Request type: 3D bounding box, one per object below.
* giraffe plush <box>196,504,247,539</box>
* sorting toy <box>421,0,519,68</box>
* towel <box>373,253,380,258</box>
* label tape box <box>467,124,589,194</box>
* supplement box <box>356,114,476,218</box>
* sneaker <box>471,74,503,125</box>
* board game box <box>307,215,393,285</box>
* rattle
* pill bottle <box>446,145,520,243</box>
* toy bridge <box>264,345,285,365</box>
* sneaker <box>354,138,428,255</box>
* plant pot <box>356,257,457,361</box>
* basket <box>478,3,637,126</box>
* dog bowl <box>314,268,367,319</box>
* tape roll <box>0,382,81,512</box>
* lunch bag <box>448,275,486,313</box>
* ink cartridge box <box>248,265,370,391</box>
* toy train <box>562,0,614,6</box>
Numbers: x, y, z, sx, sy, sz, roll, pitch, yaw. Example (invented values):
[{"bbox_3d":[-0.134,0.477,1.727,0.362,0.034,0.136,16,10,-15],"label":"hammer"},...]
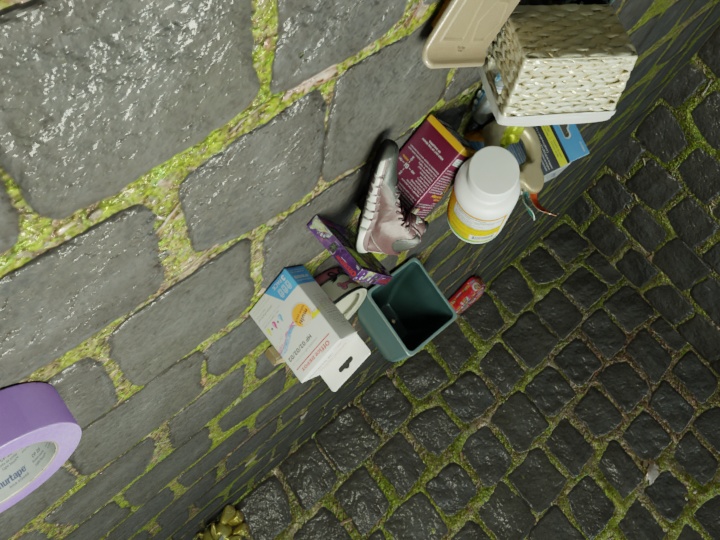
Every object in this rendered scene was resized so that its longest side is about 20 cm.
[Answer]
[{"bbox_3d":[-0.594,1.111,2.724,0.161,0.176,0.199,-31,178,34],"label":"giraffe plush"},{"bbox_3d":[0.166,-0.362,0.836,0.184,0.036,0.202,-25,152,-51],"label":"sorting toy"},{"bbox_3d":[0.000,0.000,1.430,0.201,0.018,0.085,-52,164,30],"label":"towel"},{"bbox_3d":[0.331,-0.241,1.284,0.196,0.147,0.066,-26,168,9],"label":"label tape box"},{"bbox_3d":[0.099,-0.157,1.115,0.201,0.086,0.110,-48,165,19],"label":"supplement box"},{"bbox_3d":[0.275,-0.324,1.123,0.201,0.087,0.074,-50,165,31],"label":"sneaker"},{"bbox_3d":[-0.013,-0.029,1.105,0.032,0.121,0.199,-40,166,10],"label":"board game box"},{"bbox_3d":[0.270,-0.178,1.202,0.141,0.204,0.130,-19,-167,45],"label":"rattle"},{"bbox_3d":[0.210,-0.129,1.097,0.110,0.112,0.200,-40,167,-9],"label":"pill bottle"},{"bbox_3d":[-0.125,0.166,1.461,0.198,0.067,0.027,-27,160,-46],"label":"toy bridge"},{"bbox_3d":[0.062,-0.107,1.026,0.077,0.112,0.203,-82,-174,-50],"label":"sneaker"},{"bbox_3d":[0.101,0.125,1.740,0.195,0.198,0.200,-33,174,-31],"label":"plant pot"},{"bbox_3d":[0.295,-0.313,0.973,0.194,0.139,0.125,-4,147,-11],"label":"basket"},{"bbox_3d":[-0.081,0.080,1.323,0.199,0.074,0.201,-41,166,-12],"label":"dog bowl"},{"bbox_3d":[-0.443,0.227,0.775,0.199,0.066,0.201,-40,166,-12],"label":"tape roll"},{"bbox_3d":[0.473,0.117,2.912,0.201,0.082,0.175,-48,164,19],"label":"lunch bag"},{"bbox_3d":[-0.088,0.107,1.121,0.115,0.201,0.067,-47,164,22],"label":"ink cartridge box"},{"bbox_3d":[0.389,-0.460,1.051,0.202,0.084,0.114,-54,178,4],"label":"toy train"}]
